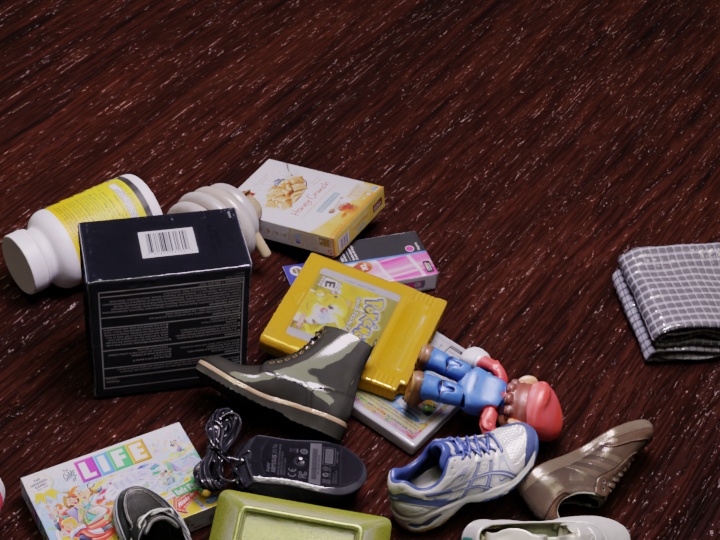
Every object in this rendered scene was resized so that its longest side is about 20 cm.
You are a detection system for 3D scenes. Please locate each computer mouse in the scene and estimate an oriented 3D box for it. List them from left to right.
[{"bbox_3d":[-0.093,0.237,1.607,0.200,0.053,0.139,11,34,-1],"label":"computer mouse"}]

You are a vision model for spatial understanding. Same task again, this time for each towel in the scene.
[{"bbox_3d":[0.467,0.040,1.875,0.200,0.086,0.166,-4,45,-12],"label":"towel"}]

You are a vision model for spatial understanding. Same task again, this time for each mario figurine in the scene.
[{"bbox_3d":[0.156,0.169,1.703,0.200,0.124,0.106,21,5,2],"label":"mario figurine"}]

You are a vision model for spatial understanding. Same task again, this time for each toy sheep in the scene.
[{"bbox_3d":[-0.206,-0.044,1.837,0.138,0.138,0.200,29,44,22],"label":"toy sheep"}]

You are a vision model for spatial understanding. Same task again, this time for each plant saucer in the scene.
[{"bbox_3d":[-0.076,0.338,1.470,0.200,0.048,0.200,9,59,2],"label":"plant saucer"}]

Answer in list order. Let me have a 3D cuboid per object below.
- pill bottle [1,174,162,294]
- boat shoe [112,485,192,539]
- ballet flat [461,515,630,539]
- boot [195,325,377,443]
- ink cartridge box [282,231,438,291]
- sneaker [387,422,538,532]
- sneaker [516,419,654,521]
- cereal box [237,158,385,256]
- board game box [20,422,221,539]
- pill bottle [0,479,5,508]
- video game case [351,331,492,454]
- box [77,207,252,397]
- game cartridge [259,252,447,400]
[{"bbox_3d":[-0.374,-0.046,1.831,0.200,0.113,0.112,-27,53,-32],"label":"pill bottle"},{"bbox_3d":[-0.212,0.289,1.467,0.072,0.071,0.200,-22,42,-25],"label":"boat shoe"},{"bbox_3d":[0.217,0.314,1.556,0.200,0.069,0.069,2,43,-3],"label":"ballet flat"},{"bbox_3d":[-0.090,0.114,1.690,0.200,0.077,0.138,24,75,1],"label":"boot"},{"bbox_3d":[0.000,0.000,1.893,0.200,0.037,0.095,-11,46,-16],"label":"ink cartridge box"},{"bbox_3d":[0.122,0.228,1.589,0.200,0.088,0.075,-30,41,-15],"label":"sneaker"},{"bbox_3d":[0.286,0.251,1.653,0.200,0.070,0.076,-22,67,-21],"label":"sneaker"},{"bbox_3d":[-0.085,-0.092,1.948,0.200,0.040,0.144,15,42,26],"label":"cereal box"},{"bbox_3d":[-0.274,0.264,1.571,0.200,0.034,0.134,-18,48,-25],"label":"board game box"},{"bbox_3d":[-0.460,0.302,1.449,0.111,0.111,0.200,8,42,0],"label":"pill bottle"},{"bbox_3d":[0.043,0.131,1.766,0.200,0.024,0.182,32,49,23],"label":"video game case"},{"bbox_3d":[-0.245,0.040,1.695,0.200,0.199,0.123,-6,42,-14],"label":"box"},{"bbox_3d":[-0.007,0.070,1.776,0.200,0.032,0.176,18,48,12],"label":"game cartridge"}]
